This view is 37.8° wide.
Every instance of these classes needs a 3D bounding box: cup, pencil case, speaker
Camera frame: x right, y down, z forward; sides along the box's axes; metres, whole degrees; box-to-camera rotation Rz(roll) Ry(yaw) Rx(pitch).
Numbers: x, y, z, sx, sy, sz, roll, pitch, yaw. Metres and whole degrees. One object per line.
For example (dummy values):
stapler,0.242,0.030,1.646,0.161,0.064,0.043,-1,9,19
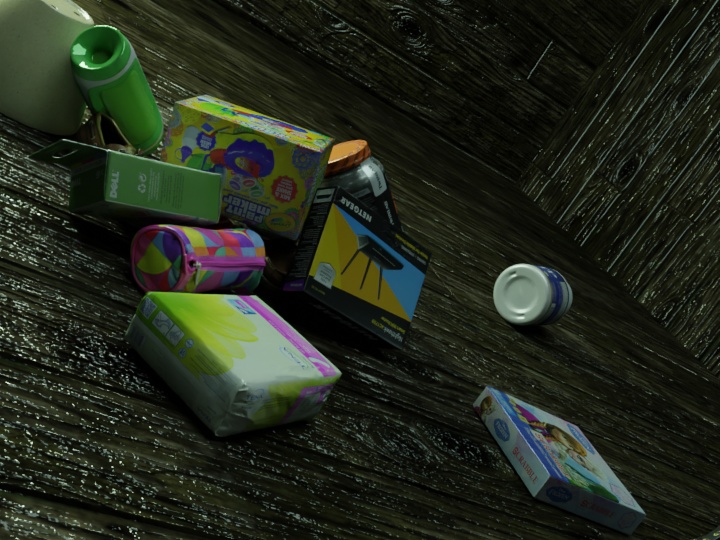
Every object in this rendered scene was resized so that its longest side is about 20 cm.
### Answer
cup,-0.438,-0.300,1.419,0.199,0.144,0.201,32,15,-10
pencil case,-0.183,-0.011,1.220,0.088,0.089,0.199,39,16,16
speaker,-0.326,-0.237,1.422,0.088,0.088,0.201,41,-17,22

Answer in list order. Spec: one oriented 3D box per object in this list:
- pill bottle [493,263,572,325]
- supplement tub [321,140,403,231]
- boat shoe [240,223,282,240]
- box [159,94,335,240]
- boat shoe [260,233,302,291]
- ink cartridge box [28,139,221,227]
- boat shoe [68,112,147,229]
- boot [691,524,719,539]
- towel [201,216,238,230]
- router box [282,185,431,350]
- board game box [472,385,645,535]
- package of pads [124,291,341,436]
pill bottle,0.357,0.051,2.126,0.120,0.120,0.199,42,16,24
supplement tub,-0.005,-0.084,1.576,0.123,0.121,0.203,-99,171,-70
boat shoe,-0.104,-0.069,1.611,0.199,0.057,0.067,21,20,-43
box,-0.151,-0.142,1.413,0.197,0.124,0.193,19,13,-1
boat shoe,-0.085,-0.022,1.434,0.073,0.067,0.200,61,20,5
ink cartridge box,-0.269,-0.093,1.204,0.198,0.060,0.103,10,-10,-38
boat shoe,-0.309,-0.131,1.332,0.200,0.068,0.072,46,18,32
boot,0.524,0.370,1.473,0.199,0.152,0.073,21,20,-43
towel,-0.224,-0.075,1.439,0.200,0.023,0.144,43,17,24
router box,0.000,0.000,1.415,0.051,0.151,0.199,0,-24,47
board game box,0.275,0.263,1.465,0.198,0.041,0.201,26,18,-32
package of pads,-0.123,0.092,1.069,0.154,0.069,0.199,41,17,24
